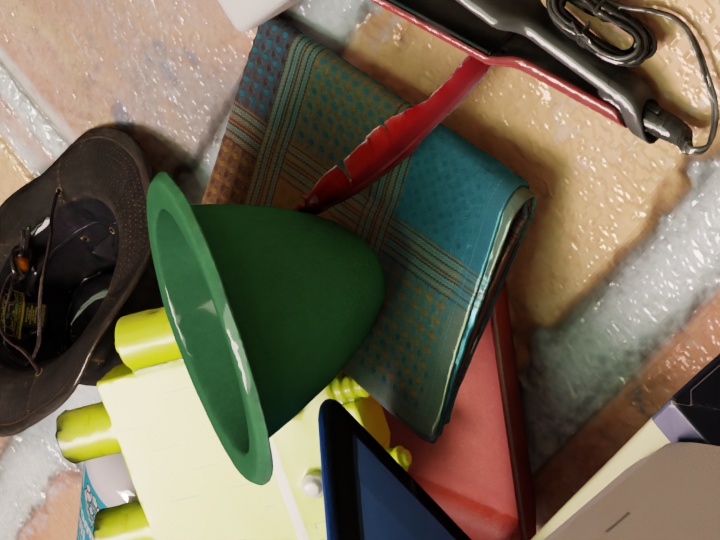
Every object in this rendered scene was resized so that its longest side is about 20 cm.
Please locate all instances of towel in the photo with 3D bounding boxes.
[{"bbox_3d":[-0.003,-0.025,1.438,0.200,0.022,0.147,37,118,35],"label":"towel"}]

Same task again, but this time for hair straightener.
[{"bbox_3d":[0.085,-0.116,1.292,0.200,0.041,0.077,36,141,24],"label":"hair straightener"}]

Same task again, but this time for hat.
[{"bbox_3d":[-0.157,0.019,1.642,0.081,0.202,0.200,26,160,-33],"label":"hat"},{"bbox_3d":[0.000,0.000,1.413,0.200,0.175,0.167,135,114,-76],"label":"hat"}]

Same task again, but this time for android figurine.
[{"bbox_3d":[-0.067,0.100,1.528,0.199,0.041,0.183,-12,103,25],"label":"android figurine"}]

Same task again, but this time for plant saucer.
[{"bbox_3d":[0.017,0.051,1.518,0.199,0.037,0.201,21,132,39],"label":"plant saucer"}]

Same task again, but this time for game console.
[{"bbox_3d":[0.068,0.168,1.382,0.170,0.119,0.200,10,156,36],"label":"game console"}]

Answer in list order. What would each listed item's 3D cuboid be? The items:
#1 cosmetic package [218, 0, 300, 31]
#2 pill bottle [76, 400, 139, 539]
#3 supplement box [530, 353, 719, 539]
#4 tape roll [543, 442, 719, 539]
[{"bbox_3d":[0.003,-0.235,1.183,0.166,0.165,0.200,56,144,-3],"label":"cosmetic package"},{"bbox_3d":[-0.112,0.131,1.663,0.111,0.111,0.201,40,146,20],"label":"pill bottle"},{"bbox_3d":[0.202,0.143,1.289,0.200,0.134,0.200,49,145,9],"label":"supplement box"},{"bbox_3d":[0.136,0.193,1.170,0.202,0.139,0.204,29,136,32],"label":"tape roll"}]
